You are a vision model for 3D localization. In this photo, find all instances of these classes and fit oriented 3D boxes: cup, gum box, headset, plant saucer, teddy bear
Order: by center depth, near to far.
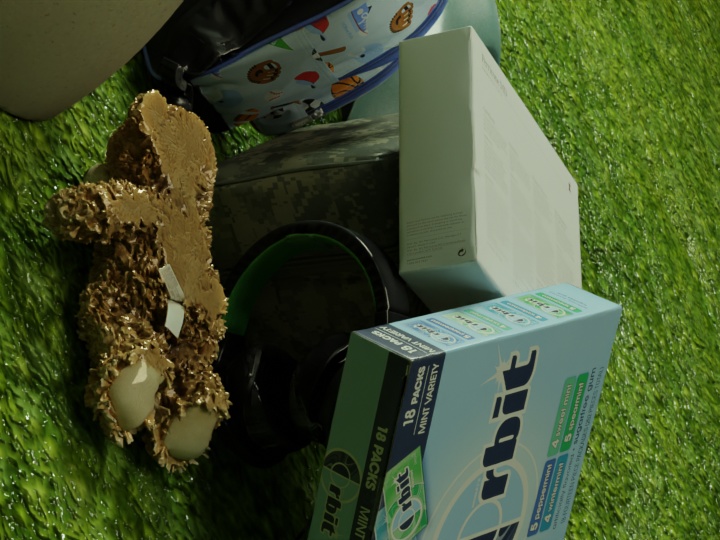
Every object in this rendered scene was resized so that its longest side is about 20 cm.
[{"bbox_3d":[-0.116,0.008,1.228,0.145,0.067,0.201,9,66,-57],"label":"teddy bear"},{"bbox_3d":[-0.150,-0.200,1.233,0.201,0.143,0.201,52,24,-34],"label":"cup"},{"bbox_3d":[0.054,0.104,1.270,0.200,0.044,0.171,-12,120,-52],"label":"gum box"},{"bbox_3d":[-0.038,0.070,1.273,0.094,0.123,0.201,17,70,-53],"label":"headset"},{"bbox_3d":[0.051,-0.111,1.609,0.039,0.202,0.201,29,10,19],"label":"plant saucer"}]

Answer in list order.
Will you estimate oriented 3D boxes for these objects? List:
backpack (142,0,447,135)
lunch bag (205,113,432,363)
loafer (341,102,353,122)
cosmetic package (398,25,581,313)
[{"bbox_3d":[-0.037,-0.187,1.440,0.154,0.190,0.201,35,35,-56],"label":"backpack"},{"bbox_3d":[0.000,0.000,1.427,0.200,0.139,0.169,-37,120,-69],"label":"lunch bag"},{"bbox_3d":[0.030,-0.170,1.638,0.072,0.063,0.201,57,-31,39],"label":"loafer"},{"bbox_3d":[0.079,-0.026,1.373,0.200,0.051,0.152,49,38,-55],"label":"cosmetic package"}]
